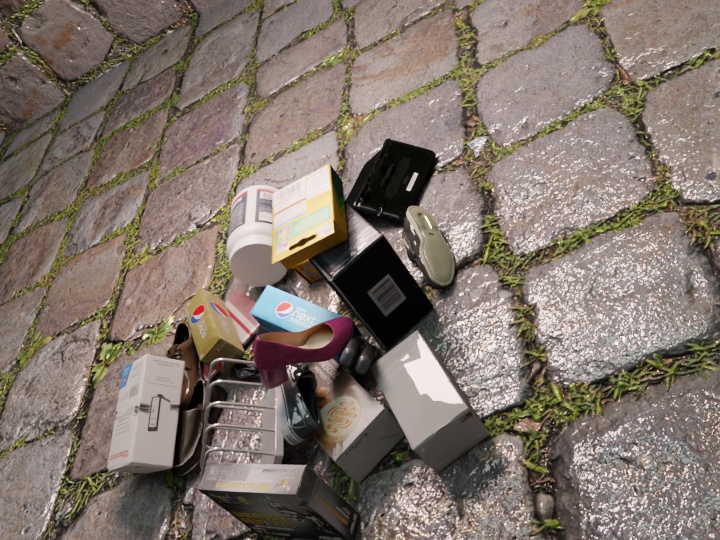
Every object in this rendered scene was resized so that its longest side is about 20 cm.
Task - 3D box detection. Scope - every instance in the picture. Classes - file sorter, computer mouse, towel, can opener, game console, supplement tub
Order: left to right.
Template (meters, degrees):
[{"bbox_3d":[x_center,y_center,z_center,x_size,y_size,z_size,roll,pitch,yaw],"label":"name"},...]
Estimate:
[{"bbox_3d":[-0.287,0.142,1.695,0.200,0.023,0.144,-47,40,-7],"label":"towel"},{"bbox_3d":[-0.201,0.266,1.360,0.124,0.139,0.201,7,40,-13],"label":"file sorter"},{"bbox_3d":[-0.217,-0.077,1.759,0.140,0.141,0.201,-25,39,18],"label":"supplement tub"},{"bbox_3d":[-0.167,0.130,1.585,0.138,0.053,0.201,2,64,43],"label":"computer mouse"},{"bbox_3d":[-0.007,0.150,1.356,0.067,0.053,0.200,-64,-3,7],"label":"can opener"},{"bbox_3d":[0.051,-0.170,1.730,0.175,0.117,0.201,17,60,14],"label":"game console"}]

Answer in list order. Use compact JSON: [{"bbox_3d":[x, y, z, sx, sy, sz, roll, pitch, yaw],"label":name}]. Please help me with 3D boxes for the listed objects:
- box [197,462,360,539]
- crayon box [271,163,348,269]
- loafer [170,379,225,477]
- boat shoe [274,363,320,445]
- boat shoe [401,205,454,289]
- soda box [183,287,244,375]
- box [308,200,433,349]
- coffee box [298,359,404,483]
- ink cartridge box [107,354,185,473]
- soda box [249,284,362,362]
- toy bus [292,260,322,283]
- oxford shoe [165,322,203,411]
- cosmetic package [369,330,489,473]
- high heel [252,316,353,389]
[{"bbox_3d":[-0.123,0.351,1.227,0.199,0.159,0.049,-8,47,34],"label":"box"},{"bbox_3d":[-0.090,-0.086,1.402,0.125,0.052,0.201,-26,38,16],"label":"crayon box"},{"bbox_3d":[-0.321,0.292,1.526,0.073,0.071,0.201,-14,44,30],"label":"loafer"},{"bbox_3d":[-0.103,0.185,1.318,0.068,0.072,0.201,-32,41,17],"label":"boat shoe"},{"bbox_3d":[0.122,-0.033,1.506,0.068,0.071,0.201,-61,32,35],"label":"boat shoe"},{"bbox_3d":[-0.298,0.120,1.636,0.064,0.068,0.200,-48,35,8],"label":"soda box"},{"bbox_3d":[0.000,0.000,1.448,0.124,0.200,0.197,-41,37,-5],"label":"box"},{"bbox_3d":[-0.031,0.237,1.330,0.114,0.080,0.200,-44,37,-6],"label":"coffee box"},{"bbox_3d":[-0.403,0.275,1.523,0.146,0.084,0.201,-26,55,53],"label":"ink cartridge box"},{"bbox_3d":[-0.101,0.099,1.493,0.199,0.064,0.068,21,68,27],"label":"soda box"},{"bbox_3d":[-0.102,-0.072,1.709,0.078,0.065,0.201,-24,42,30],"label":"toy bus"},{"bbox_3d":[-0.362,0.193,1.627,0.072,0.084,0.201,-23,47,21],"label":"oxford shoe"},{"bbox_3d":[0.103,0.199,1.254,0.107,0.090,0.200,-36,40,6],"label":"cosmetic package"},{"bbox_3d":[-0.088,0.103,1.294,0.199,0.096,0.067,-28,42,-30],"label":"high heel"}]
